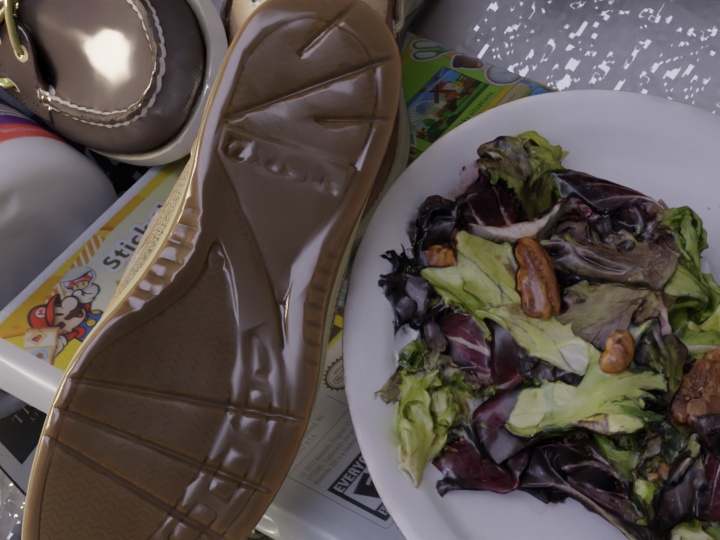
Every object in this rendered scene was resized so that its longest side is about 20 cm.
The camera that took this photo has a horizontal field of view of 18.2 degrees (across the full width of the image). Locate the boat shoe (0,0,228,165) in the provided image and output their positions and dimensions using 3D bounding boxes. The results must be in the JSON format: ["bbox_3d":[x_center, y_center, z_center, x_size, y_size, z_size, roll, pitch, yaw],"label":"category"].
[{"bbox_3d":[-0.114,-0.094,0.807,0.200,0.059,0.072,38,105,51],"label":"boat shoe"}]

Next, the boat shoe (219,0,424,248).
[{"bbox_3d":[-0.018,-0.087,0.771,0.075,0.072,0.201,-1,48,11],"label":"boat shoe"}]

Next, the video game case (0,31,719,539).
[{"bbox_3d":[0.000,0.000,0.751,0.181,0.023,0.200,24,56,30],"label":"video game case"}]

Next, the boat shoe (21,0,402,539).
[{"bbox_3d":[-0.039,0.015,0.674,0.071,0.065,0.201,26,88,0],"label":"boat shoe"}]

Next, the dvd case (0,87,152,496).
[{"bbox_3d":[-0.136,-0.026,0.884,0.200,0.025,0.151,41,96,31],"label":"dvd case"}]

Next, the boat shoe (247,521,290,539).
[{"bbox_3d":[-0.024,0.108,0.702,0.071,0.200,0.072,40,139,11],"label":"boat shoe"}]

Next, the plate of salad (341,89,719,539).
[{"bbox_3d":[0.092,0.029,0.677,0.198,0.048,0.202,7,64,-14],"label":"plate of salad"}]

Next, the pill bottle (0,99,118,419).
[{"bbox_3d":[-0.192,-0.035,0.836,0.199,0.111,0.112,32,91,31],"label":"pill bottle"}]
